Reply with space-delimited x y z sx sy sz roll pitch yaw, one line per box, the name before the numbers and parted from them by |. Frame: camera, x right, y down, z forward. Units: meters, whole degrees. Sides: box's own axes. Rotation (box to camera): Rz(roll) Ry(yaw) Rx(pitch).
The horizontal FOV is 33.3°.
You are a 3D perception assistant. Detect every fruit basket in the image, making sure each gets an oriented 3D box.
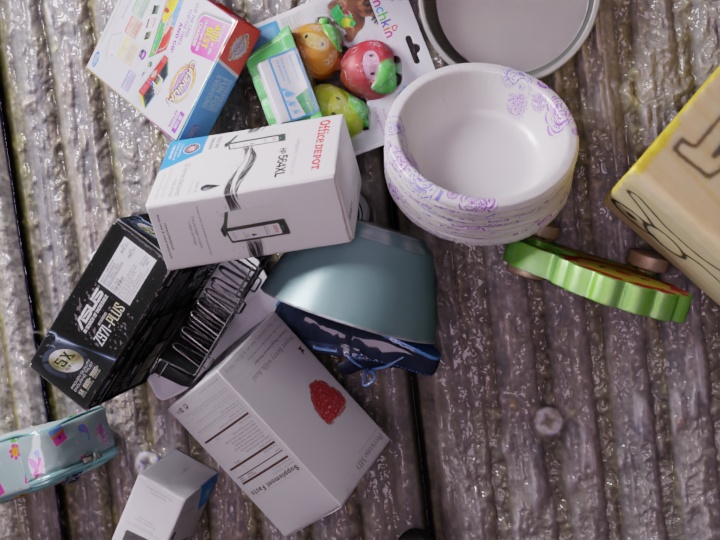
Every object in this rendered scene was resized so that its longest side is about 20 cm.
fruit basket | -0.021 -0.219 1.336 0.199 0.094 0.187 -21 84 8

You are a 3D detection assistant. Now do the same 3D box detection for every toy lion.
toy lion | 0.242 0.005 1.240 0.198 0.192 0.069 18 100 13

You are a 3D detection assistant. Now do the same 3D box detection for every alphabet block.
alphabet block | 0.382 -0.085 1.177 0.200 0.195 0.197 42 88 6

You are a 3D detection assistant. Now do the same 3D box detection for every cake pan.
cake pan | 0.163 -0.302 1.307 0.198 0.037 0.202 2 97 15

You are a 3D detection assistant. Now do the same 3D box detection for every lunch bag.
lunch bag | -0.398 0.229 1.452 0.199 0.160 0.078 -18 86 22

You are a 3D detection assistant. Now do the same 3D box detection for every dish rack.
dish rack | -0.146 0.025 1.320 0.054 0.154 0.201 32 117 -5

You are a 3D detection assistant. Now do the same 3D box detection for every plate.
plate | -0.200 0.026 1.441 0.198 0.032 0.201 -27 89 15

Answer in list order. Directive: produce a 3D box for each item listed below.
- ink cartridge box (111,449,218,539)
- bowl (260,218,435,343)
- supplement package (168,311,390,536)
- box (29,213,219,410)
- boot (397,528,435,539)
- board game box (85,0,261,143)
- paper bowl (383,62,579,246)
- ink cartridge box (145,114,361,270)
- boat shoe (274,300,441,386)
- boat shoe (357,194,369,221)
ink cartridge box | -0.252 0.329 1.444 0.066 0.116 0.201 25 102 9
bowl | 0.000 0.000 1.304 0.199 0.201 0.106 17 94 12
supplement package | -0.089 0.172 1.346 0.200 0.121 0.120 48 134 -6
box | -0.258 0.039 1.356 0.086 0.164 0.201 35 104 8
boot | 0.018 0.392 1.372 0.067 0.131 0.201 28 102 11
board game box | -0.217 -0.250 1.367 0.200 0.040 0.154 39 106 35
paper bowl | 0.123 -0.113 1.259 0.199 0.105 0.202 0 55 1
ink cartridge box | -0.106 -0.084 1.256 0.198 0.146 0.085 -9 121 9
boat shoe | -0.006 0.087 1.372 0.199 0.084 0.069 20 96 18
boat shoe | -0.086 -0.093 1.379 0.198 0.068 0.074 30 103 10
